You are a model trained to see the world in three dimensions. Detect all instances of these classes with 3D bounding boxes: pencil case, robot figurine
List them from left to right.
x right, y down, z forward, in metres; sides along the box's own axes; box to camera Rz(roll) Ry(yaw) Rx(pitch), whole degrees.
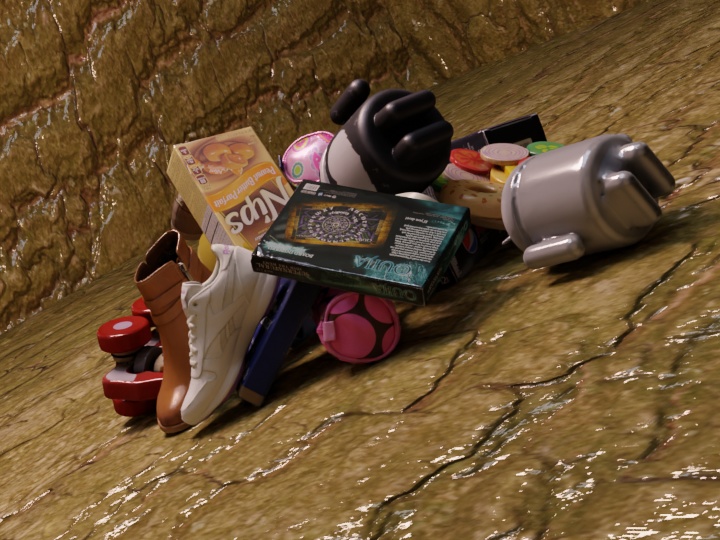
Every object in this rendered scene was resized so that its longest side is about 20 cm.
[{"bbox_3d":[-0.031,-0.095,1.793,0.087,0.088,0.200,-24,-34,9],"label":"pencil case"},{"bbox_3d":[-0.013,0.045,1.512,0.093,0.092,0.200,4,7,-7],"label":"pencil case"},{"bbox_3d":[0.028,-0.132,1.622,0.200,0.124,0.151,139,143,-57],"label":"robot figurine"},{"bbox_3d":[0.223,-0.071,1.418,0.199,0.113,0.170,-13,35,52],"label":"robot figurine"}]

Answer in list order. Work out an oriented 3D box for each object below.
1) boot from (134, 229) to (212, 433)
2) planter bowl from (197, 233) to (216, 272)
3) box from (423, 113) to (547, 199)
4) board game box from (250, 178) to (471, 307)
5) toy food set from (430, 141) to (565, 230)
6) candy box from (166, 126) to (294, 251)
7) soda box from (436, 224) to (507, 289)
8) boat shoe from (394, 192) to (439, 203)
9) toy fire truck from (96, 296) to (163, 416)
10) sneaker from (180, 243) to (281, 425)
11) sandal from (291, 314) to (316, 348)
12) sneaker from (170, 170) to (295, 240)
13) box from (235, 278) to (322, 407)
[{"bbox_3d":[-0.209,0.067,1.579,0.076,0.156,0.201,0,46,27],"label":"boot"},{"bbox_3d":[-0.158,-0.009,1.820,0.083,0.202,0.200,-24,10,10],"label":"planter bowl"},{"bbox_3d":[0.141,-0.123,1.864,0.199,0.105,0.148,-18,3,38],"label":"box"},{"bbox_3d":[0.001,-0.032,1.458,0.198,0.028,0.136,11,45,23],"label":"board game box"},{"bbox_3d":[0.178,-0.103,1.657,0.198,0.049,0.198,-4,26,-9],"label":"toy food set"},{"bbox_3d":[-0.141,-0.078,1.704,0.115,0.201,0.055,-18,-29,-31],"label":"candy box"},{"bbox_3d":[0.117,-0.041,1.683,0.070,0.064,0.200,-19,12,35],"label":"soda box"},{"bbox_3d":[0.020,-0.039,1.583,0.201,0.071,0.061,-14,49,58],"label":"boat shoe"},{"bbox_3d":[-0.222,0.104,1.728,0.167,0.113,0.200,-1,21,24],"label":"toy fire truck"},{"bbox_3d":[-0.163,0.066,1.509,0.201,0.099,0.075,-68,14,-5],"label":"sneaker"},{"bbox_3d":[-0.080,0.054,1.667,0.199,0.088,0.080,-13,37,-24],"label":"sandal"},{"bbox_3d":[-0.166,-0.103,1.892,0.199,0.070,0.076,-26,-34,-31],"label":"sneaker"},{"bbox_3d":[-0.083,0.046,1.535,0.201,0.032,0.121,-61,12,-1],"label":"box"}]
